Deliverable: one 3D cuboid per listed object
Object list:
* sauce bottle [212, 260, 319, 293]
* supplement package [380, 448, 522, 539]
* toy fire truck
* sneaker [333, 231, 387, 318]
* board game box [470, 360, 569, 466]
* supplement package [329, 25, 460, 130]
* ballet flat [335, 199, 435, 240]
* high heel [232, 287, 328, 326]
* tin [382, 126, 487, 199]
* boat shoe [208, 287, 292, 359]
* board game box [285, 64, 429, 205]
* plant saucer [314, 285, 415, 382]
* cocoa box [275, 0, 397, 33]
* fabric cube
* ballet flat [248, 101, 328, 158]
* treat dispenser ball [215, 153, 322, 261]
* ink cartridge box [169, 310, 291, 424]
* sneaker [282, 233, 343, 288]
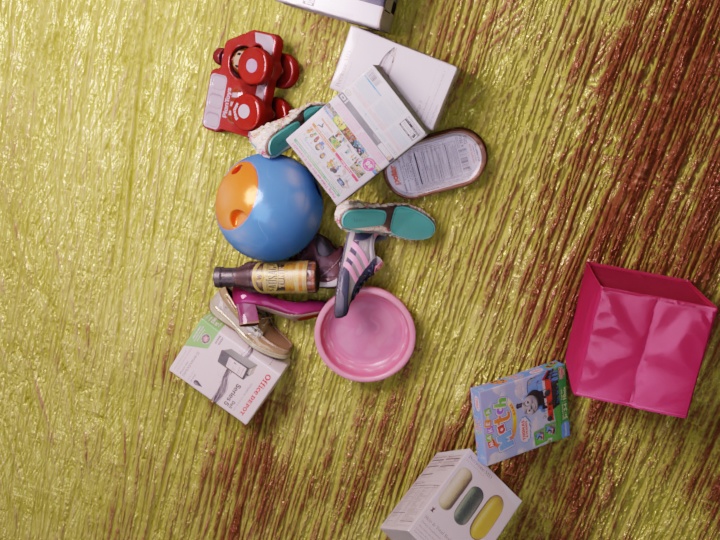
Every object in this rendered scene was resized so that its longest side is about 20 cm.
[{"bbox_3d":[-0.179,0.014,1.424,0.199,0.066,0.066,-2,104,5],"label":"sauce bottle"},{"bbox_3d":[0.175,0.477,1.462,0.152,0.151,0.200,45,65,-2],"label":"supplement package"},{"bbox_3d":[-0.217,-0.348,1.402,0.167,0.112,0.201,19,107,24],"label":"toy fire truck"},{"bbox_3d":[0.000,0.000,1.423,0.082,0.070,0.201,13,72,-2],"label":"sneaker"},{"bbox_3d":[0.309,0.272,1.439,0.199,0.037,0.152,-13,104,-22],"label":"board game box"},{"bbox_3d":[0.064,-0.343,1.337,0.199,0.117,0.117,23,108,4],"label":"supplement package"},{"bbox_3d":[0.045,-0.103,1.409,0.199,0.064,0.076,8,114,-21],"label":"ballet flat"},{"bbox_3d":[-0.153,0.053,1.494,0.199,0.067,0.097,-5,76,-20],"label":"high heel"},{"bbox_3d":[0.138,-0.201,1.404,0.199,0.042,0.112,-14,97,14],"label":"tin"},{"bbox_3d":[-0.217,0.104,1.526,0.200,0.074,0.066,35,113,0],"label":"boat shoe"},{"bbox_3d":[-0.004,-0.231,1.289,0.200,0.064,0.148,-36,96,17],"label":"board game box"},{"bbox_3d":[0.010,0.122,1.492,0.200,0.051,0.201,1,107,3],"label":"plant saucer"},{"bbox_3d":[-0.034,-0.508,1.304,0.199,0.133,0.132,17,106,5],"label":"cocoa box"},{"bbox_3d":[0.490,0.116,1.337,0.199,0.196,0.200,11,104,8],"label":"fabric cube"},{"bbox_3d":[-0.125,-0.266,1.371,0.064,0.200,0.076,25,130,32],"label":"ballet flat"},{"bbox_3d":[-0.169,-0.118,1.394,0.200,0.201,0.202,3,105,10],"label":"treat dispenser ball"},{"bbox_3d":[-0.268,0.196,1.553,0.200,0.084,0.146,35,108,0],"label":"ink cartridge box"},{"bbox_3d":[-0.124,-0.026,1.487,0.199,0.076,0.116,2,94,5],"label":"sneaker"}]
